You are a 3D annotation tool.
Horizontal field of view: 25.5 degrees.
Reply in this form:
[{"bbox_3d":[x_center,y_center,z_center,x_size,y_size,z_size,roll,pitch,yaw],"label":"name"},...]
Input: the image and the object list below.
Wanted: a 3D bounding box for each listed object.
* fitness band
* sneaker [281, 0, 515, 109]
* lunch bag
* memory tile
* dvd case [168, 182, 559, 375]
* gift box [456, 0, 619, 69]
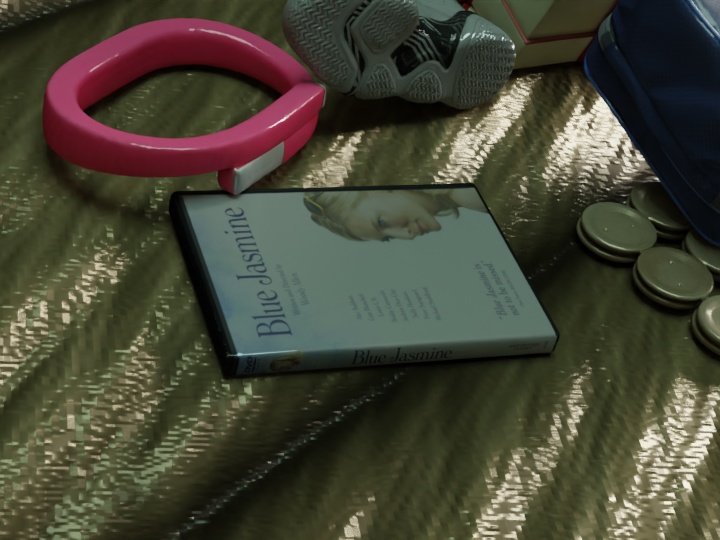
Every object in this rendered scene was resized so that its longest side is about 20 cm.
[{"bbox_3d":[-0.107,-0.106,0.988,0.144,0.037,0.200,24,33,17],"label":"fitness band"},{"bbox_3d":[0.006,-0.168,1.065,0.200,0.075,0.115,6,30,-46],"label":"sneaker"},{"bbox_3d":[0.240,-0.122,1.030,0.136,0.132,0.200,-14,62,-32],"label":"lunch bag"},{"bbox_3d":[0.247,-0.017,1.030,0.200,0.017,0.153,-22,52,-37],"label":"memory tile"},{"bbox_3d":[0.000,0.000,0.925,0.200,0.018,0.143,-3,43,-21],"label":"dvd case"},{"bbox_3d":[0.162,-0.243,1.148,0.184,0.187,0.200,-7,63,-28],"label":"gift box"}]
